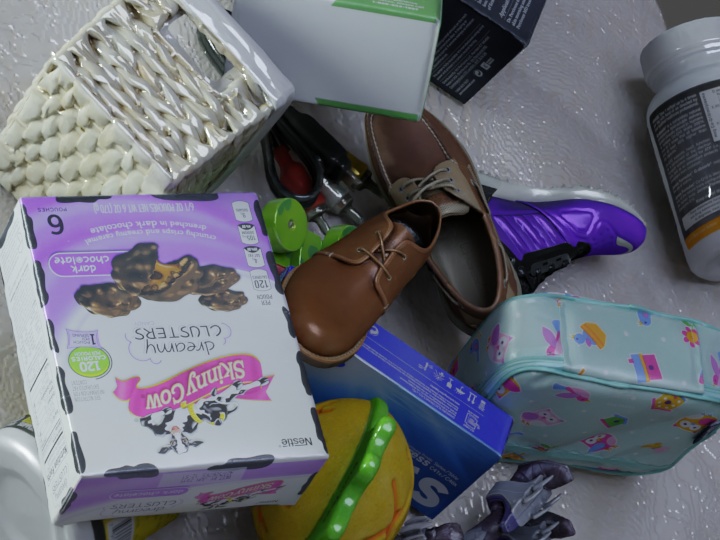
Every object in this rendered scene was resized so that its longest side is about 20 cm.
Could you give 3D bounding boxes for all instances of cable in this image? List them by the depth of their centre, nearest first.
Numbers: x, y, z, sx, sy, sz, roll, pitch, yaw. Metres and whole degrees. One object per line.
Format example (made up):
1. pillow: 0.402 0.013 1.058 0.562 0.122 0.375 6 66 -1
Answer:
1. cable: -0.071 -0.109 1.682 0.200 0.050 0.097 46 48 11

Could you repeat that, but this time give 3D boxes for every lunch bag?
1. lunch bag: 0.171 0.093 1.639 0.199 0.161 0.077 11 56 -18

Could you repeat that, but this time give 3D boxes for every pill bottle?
1. pill bottle: -0.148 0.117 1.472 0.200 0.111 0.112 -30 83 -37
2. pill bottle: 0.304 -0.101 1.837 0.116 0.116 0.201 -1 67 -30

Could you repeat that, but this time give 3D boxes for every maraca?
1. maraca: -0.016 0.147 1.480 0.107 0.200 0.138 27 85 -5

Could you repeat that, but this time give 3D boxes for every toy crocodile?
1. toy crocodile: -0.054 -0.010 1.591 0.200 0.067 0.062 23 68 -53

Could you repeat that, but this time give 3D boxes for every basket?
1. basket: -0.158 -0.098 1.526 0.136 0.200 0.123 46 59 -1

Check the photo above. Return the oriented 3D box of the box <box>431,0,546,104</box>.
1. box: 0.067 -0.275 1.797 0.182 0.104 0.201 34 54 -12

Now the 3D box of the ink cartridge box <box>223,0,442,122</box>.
1. ink cartridge box: -0.016 -0.195 1.609 0.144 0.084 0.200 9 28 -2

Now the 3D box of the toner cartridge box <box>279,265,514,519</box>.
1. toner cartridge box: 0.002 0.089 1.577 0.200 0.095 0.043 34 40 -9

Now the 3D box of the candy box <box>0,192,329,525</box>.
1. candy box: -0.128 0.053 1.405 0.167 0.072 0.201 -2 60 -27

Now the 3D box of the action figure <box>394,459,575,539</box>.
1. action figure: 0.074 0.215 1.561 0.200 0.069 0.131 -40 122 -36

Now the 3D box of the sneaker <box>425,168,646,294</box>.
1. sneaker: 0.131 -0.015 1.730 0.199 0.070 0.100 8 67 -20

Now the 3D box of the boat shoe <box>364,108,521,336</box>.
1. boat shoe: 0.063 -0.047 1.644 0.076 0.072 0.201 -30 78 0

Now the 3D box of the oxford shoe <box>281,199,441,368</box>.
1. oxford shoe: 0.000 0.000 1.525 0.071 0.071 0.200 43 35 -1
